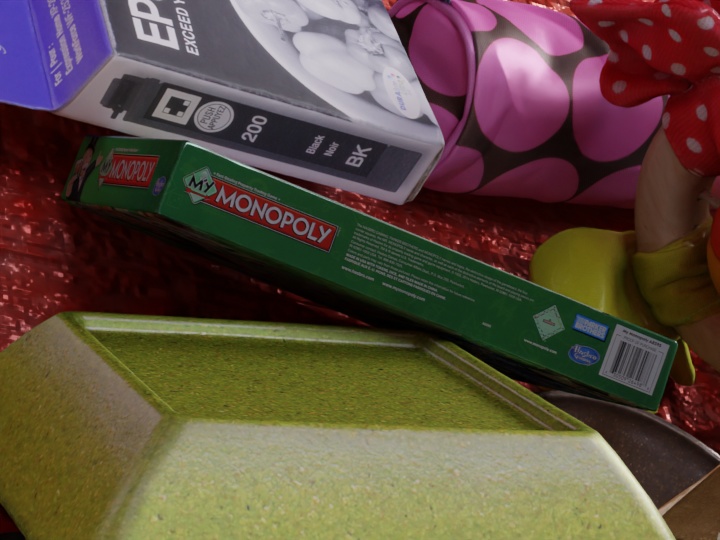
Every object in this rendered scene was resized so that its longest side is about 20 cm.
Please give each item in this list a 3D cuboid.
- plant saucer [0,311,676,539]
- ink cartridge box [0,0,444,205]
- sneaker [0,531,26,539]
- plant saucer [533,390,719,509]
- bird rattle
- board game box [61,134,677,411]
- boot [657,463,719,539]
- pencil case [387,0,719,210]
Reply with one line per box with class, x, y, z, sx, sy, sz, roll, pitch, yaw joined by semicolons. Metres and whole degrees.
plant saucer;-0.017;0.054;0.803;0.199;0.048;0.200;4;10;-22
ink cartridge box;-0.082;-0.119;0.995;0.199;0.043;0.198;12;36;-28
sneaker;-0.066;0.109;0.834;0.200;0.072;0.083;9;26;-33
plant saucer;0.100;0.138;0.941;0.200;0.037;0.201;22;44;-22
bird rattle;0.157;-0.027;1.005;0.163;0.200;0.113;33;30;30
board game box;0.000;0.000;0.924;0.200;0.135;0.029;22;86;-21
boot;0.133;0.086;0.802;0.074;0.075;0.200;39;58;4
pencil case;0.096;-0.076;1.094;0.200;0.091;0.094;7;26;-36
